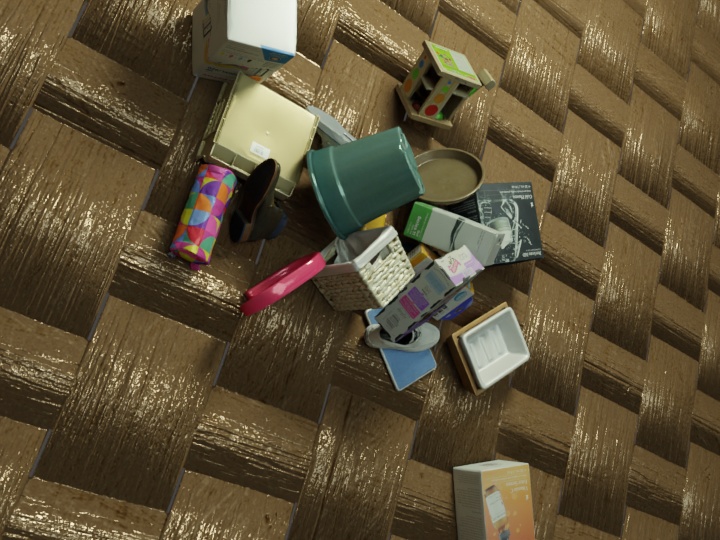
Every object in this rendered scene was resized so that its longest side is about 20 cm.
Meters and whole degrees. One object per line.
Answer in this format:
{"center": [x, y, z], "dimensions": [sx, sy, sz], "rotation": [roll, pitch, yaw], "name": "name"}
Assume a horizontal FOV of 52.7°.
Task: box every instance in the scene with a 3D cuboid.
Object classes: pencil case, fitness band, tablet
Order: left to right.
{"center": [-0.307, -0.107, 1.423], "dimensions": [0.088, 0.088, 0.201], "rotation": [25, 72, -27], "name": "pencil case"}
{"center": [-0.157, 0.026, 1.458], "dimensions": [0.200, 0.143, 0.038], "rotation": [-37, 103, -31], "name": "fitness band"}
{"center": [0.093, 0.161, 1.674], "dimensions": [0.130, 0.014, 0.201], "rotation": [-26, 95, -33], "name": "tablet"}

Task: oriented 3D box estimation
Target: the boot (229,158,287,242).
{"center": [-0.185, -0.138, 1.463], "dimensions": [0.096, 0.201, 0.075], "rotation": [2, 43, -41], "name": "boot"}

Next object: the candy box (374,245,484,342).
{"center": [0.147, 0.048, 1.542], "dimensions": [0.072, 0.200, 0.167], "rotation": [50, 31, 10], "name": "candy box"}

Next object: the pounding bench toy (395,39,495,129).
{"center": [0.210, -0.429, 1.757], "dimensions": [0.199, 0.156, 0.125], "rotation": [9, 45, -31], "name": "pounding bench toy"}

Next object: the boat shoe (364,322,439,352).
{"center": [0.106, 0.149, 1.637], "dimensions": [0.199, 0.065, 0.074], "rotation": [-2, 83, -32], "name": "boat shoe"}

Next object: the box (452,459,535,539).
{"center": [0.311, 0.554, 1.690], "dimensions": [0.151, 0.106, 0.202], "rotation": [1, 81, -33], "name": "box"}

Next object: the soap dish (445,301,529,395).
{"center": [0.307, 0.188, 1.765], "dimensions": [0.199, 0.081, 0.158], "rotation": [-26, 96, -33], "name": "soap dish"}

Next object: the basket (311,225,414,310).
{"center": [0.000, 0.000, 1.536], "dimensions": [0.136, 0.199, 0.124], "rotation": [-44, 112, -29], "name": "basket"}

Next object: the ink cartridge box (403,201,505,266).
{"center": [0.216, -0.083, 1.654], "dimensions": [0.084, 0.199, 0.146], "rotation": [-70, 163, 9], "name": "ink cartridge box"}

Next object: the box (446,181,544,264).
{"center": [0.333, -0.111, 1.810], "dimensions": [0.199, 0.124, 0.198], "rotation": [-7, 88, -33], "name": "box"}

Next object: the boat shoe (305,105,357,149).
{"center": [-0.057, -0.282, 1.617], "dimensions": [0.200, 0.070, 0.071], "rotation": [40, 27, 2], "name": "boat shoe"}

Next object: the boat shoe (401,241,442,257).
{"center": [0.164, -0.027, 1.717], "dimensions": [0.199, 0.068, 0.085], "rotation": [15, 74, -29], "name": "boat shoe"}

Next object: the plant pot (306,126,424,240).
{"center": [0.018, -0.192, 1.503], "dimensions": [0.195, 0.200, 0.202], "rotation": [-21, 90, 12], "name": "plant pot"}

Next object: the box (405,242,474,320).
{"center": [0.167, 0.034, 1.677], "dimensions": [0.200, 0.119, 0.042], "rotation": [36, 31, -27], "name": "box"}

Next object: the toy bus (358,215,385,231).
{"center": [0.023, -0.170, 1.645], "dimensions": [0.065, 0.078, 0.202], "rotation": [19, 72, -29], "name": "toy bus"}

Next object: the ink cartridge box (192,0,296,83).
{"center": [-0.237, -0.477, 1.460], "dimensions": [0.146, 0.199, 0.146], "rotation": [5, 81, -32], "name": "ink cartridge box"}

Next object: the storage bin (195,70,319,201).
{"center": [-0.211, -0.271, 1.506], "dimensions": [0.199, 0.093, 0.200], "rotation": [26, 70, -27], "name": "storage bin"}

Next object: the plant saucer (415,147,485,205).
{"center": [0.195, -0.220, 1.723], "dimensions": [0.200, 0.199, 0.030], "rotation": [-44, 144, -30], "name": "plant saucer"}
